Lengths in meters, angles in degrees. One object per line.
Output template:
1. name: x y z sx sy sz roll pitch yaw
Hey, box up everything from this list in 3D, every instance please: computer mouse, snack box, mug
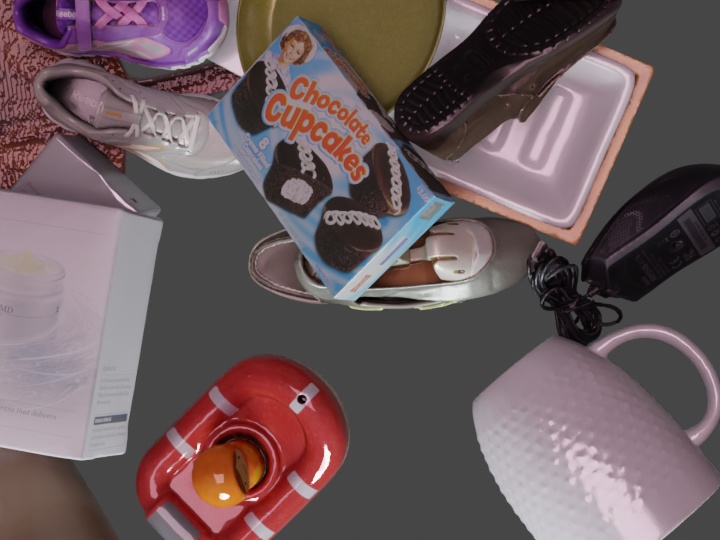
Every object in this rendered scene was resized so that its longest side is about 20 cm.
1. computer mouse: 0.227 -0.029 1.366 0.200 0.139 0.053 -33 53 4
2. snack box: -0.027 -0.089 1.322 0.116 0.037 0.200 -45 64 19
3. mug: 0.198 0.130 1.358 0.200 0.148 0.175 -40 81 5

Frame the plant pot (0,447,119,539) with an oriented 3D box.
1. plant pot: -0.293 0.238 1.435 0.200 0.200 0.174 -23 74 10

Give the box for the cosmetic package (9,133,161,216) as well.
1. cosmetic package: -0.278 -0.011 1.457 0.101 0.071 0.200 43 99 5

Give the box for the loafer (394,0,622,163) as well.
1. loafer: 0.117 -0.157 1.312 0.200 0.071 0.073 -34 54 1

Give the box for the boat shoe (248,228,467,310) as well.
1. boat shoe: 0.000 -0.003 1.419 0.201 0.060 0.072 3 94 9

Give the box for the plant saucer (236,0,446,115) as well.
1. plant saucer: -0.011 -0.206 1.365 0.200 0.031 0.200 -4 82 31

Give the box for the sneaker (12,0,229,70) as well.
1. sneaker: -0.206 -0.210 1.401 0.200 0.088 0.081 4 94 25

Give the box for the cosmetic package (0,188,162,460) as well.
1. cosmetic package: -0.283 0.036 1.355 0.199 0.123 0.200 9 88 9

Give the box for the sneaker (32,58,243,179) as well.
1. sneaker: -0.185 -0.124 1.420 0.200 0.092 0.076 15 96 1

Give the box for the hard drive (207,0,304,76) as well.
1. hard drive: -0.083 -0.269 1.430 0.132 0.026 0.200 29 98 6

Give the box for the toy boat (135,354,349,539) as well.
1. toy boat: -0.103 0.163 1.413 0.131 0.131 0.200 45 100 3

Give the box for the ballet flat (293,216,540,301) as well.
1. ballet flat: 0.044 -0.009 1.350 0.200 0.064 0.067 -6 76 8

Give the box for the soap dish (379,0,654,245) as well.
1. soap dish: 0.117 -0.131 1.381 0.200 0.081 0.157 23 98 6
